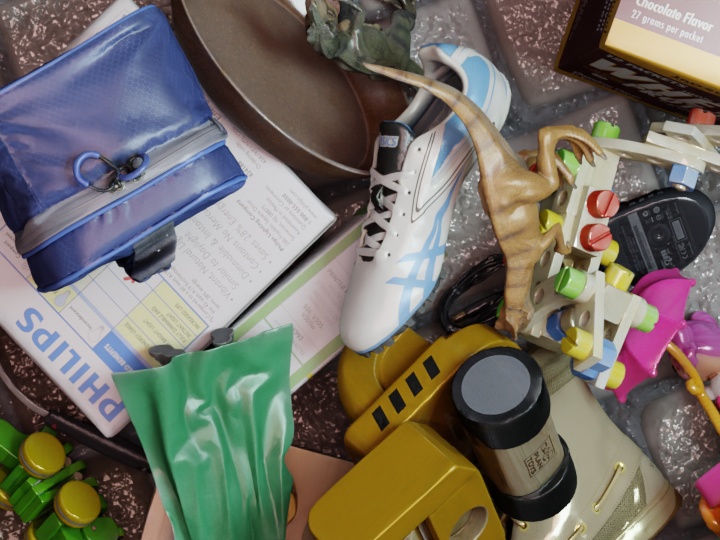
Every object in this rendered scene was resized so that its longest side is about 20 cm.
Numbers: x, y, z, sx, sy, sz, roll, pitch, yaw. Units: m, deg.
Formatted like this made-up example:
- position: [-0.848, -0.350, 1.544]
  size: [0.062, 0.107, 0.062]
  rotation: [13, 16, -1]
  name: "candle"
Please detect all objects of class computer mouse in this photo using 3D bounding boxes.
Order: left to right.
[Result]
- position: [0.144, -0.006, 1.617]
  size: [0.199, 0.034, 0.059]
  rotation: [-20, 108, 1]
  name: "computer mouse"

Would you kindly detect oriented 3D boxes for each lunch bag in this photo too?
- position: [-0.145, -0.059, 1.380]
  size: [0.135, 0.200, 0.133]
  rotation: [-31, 95, -9]
  name: "lunch bag"

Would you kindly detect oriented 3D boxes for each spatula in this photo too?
- position: [-0.215, 0.082, 1.572]
  size: [0.199, 0.057, 0.021]
  rotation: [33, 67, -5]
  name: "spatula"

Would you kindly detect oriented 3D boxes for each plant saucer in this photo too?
- position: [-0.049, -0.132, 1.532]
  size: [0.034, 0.200, 0.200]
  rotation: [-40, 94, 29]
  name: "plant saucer"

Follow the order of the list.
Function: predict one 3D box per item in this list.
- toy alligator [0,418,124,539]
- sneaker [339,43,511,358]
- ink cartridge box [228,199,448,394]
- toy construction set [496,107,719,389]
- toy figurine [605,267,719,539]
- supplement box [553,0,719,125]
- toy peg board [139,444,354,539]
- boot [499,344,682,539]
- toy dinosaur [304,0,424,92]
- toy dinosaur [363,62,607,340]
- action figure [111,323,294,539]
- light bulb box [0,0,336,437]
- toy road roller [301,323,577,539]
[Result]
- position: [-0.182, 0.165, 1.569]
  size: [0.054, 0.059, 0.200]
  rotation: [-28, 78, -46]
  name: "toy alligator"
- position: [0.027, -0.045, 1.473]
  size: [0.072, 0.072, 0.201]
  rotation: [28, 80, -29]
  name: "sneaker"
- position: [0.000, 0.000, 1.564]
  size: [0.200, 0.104, 0.059]
  rotation: [-41, 93, -4]
  name: "ink cartridge box"
- position: [0.155, -0.023, 1.525]
  size: [0.092, 0.131, 0.201]
  rotation: [37, 73, -21]
  name: "toy construction set"
- position: [0.239, 0.081, 1.577]
  size: [0.150, 0.199, 0.185]
  rotation: [-43, 71, 32]
  name: "toy figurine"
- position: [0.229, -0.204, 1.533]
  size: [0.132, 0.200, 0.199]
  rotation: [19, 89, -4]
  name: "supplement box"
- position: [-0.051, 0.217, 1.565]
  size: [0.198, 0.098, 0.201]
  rotation: [16, 89, -5]
  name: "toy peg board"
- position: [0.098, 0.150, 1.570]
  size: [0.200, 0.073, 0.156]
  rotation: [-38, 96, -21]
  name: "boot"
- position: [0.013, -0.154, 1.570]
  size: [0.047, 0.199, 0.089]
  rotation: [-35, 56, 28]
  name: "toy dinosaur"
- position: [0.088, -0.055, 1.434]
  size: [0.106, 0.060, 0.201]
  rotation: [-33, 114, -31]
  name: "toy dinosaur"
- position: [-0.085, 0.139, 1.492]
  size: [0.117, 0.055, 0.202]
  rotation: [-13, 107, -15]
  name: "action figure"
- position: [-0.154, -0.035, 1.541]
  size: [0.200, 0.125, 0.198]
  rotation: [-44, 94, -2]
  name: "light bulb box"
- position: [0.028, 0.118, 1.481]
  size: [0.200, 0.123, 0.146]
  rotation: [-43, 53, -15]
  name: "toy road roller"
